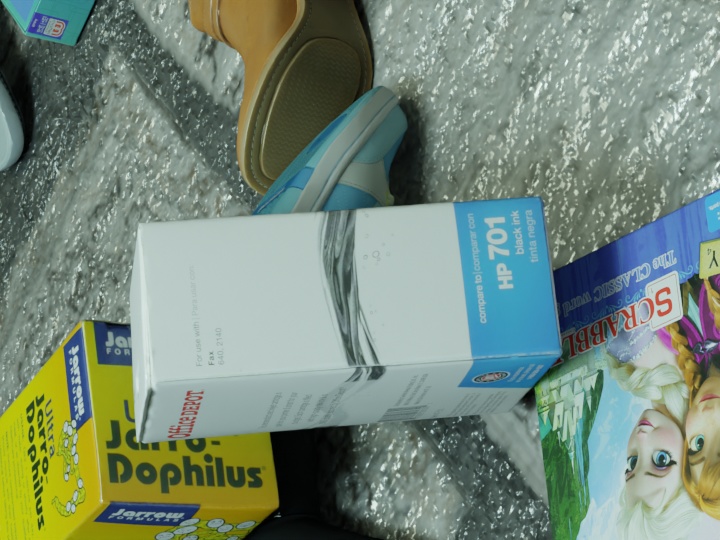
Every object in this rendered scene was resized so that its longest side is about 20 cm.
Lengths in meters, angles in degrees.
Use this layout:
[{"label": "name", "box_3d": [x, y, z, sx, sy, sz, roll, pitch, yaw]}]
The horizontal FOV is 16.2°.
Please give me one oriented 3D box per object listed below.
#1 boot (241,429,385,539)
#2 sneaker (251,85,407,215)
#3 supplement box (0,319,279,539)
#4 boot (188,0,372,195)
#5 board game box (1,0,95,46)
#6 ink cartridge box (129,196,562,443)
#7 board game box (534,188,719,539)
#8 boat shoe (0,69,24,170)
[{"label": "boot", "box_3d": [-0.034, 0.100, 1.438, 0.164, 0.065, 0.201, -23, 59, 45]}, {"label": "sneaker", "box_3d": [0.000, 0.000, 1.408, 0.200, 0.130, 0.079, -57, 12, -31]}, {"label": "supplement box", "box_3d": [-0.140, 0.120, 1.439, 0.200, 0.108, 0.110, -46, 47, 51]}, {"label": "boot", "box_3d": [-0.064, -0.145, 1.514, 0.155, 0.076, 0.202, 8, 87, 52]}, {"label": "board game box", "box_3d": [-0.204, -0.281, 1.755, 0.152, 0.045, 0.201, 51, 121, 44]}, {"label": "ink cartridge box", "box_3d": [-0.013, 0.027, 1.255, 0.147, 0.198, 0.087, 117, 149, -74]}, {"label": "board game box", "box_3d": [0.165, 0.071, 1.197, 0.200, 0.041, 0.201, -29, 59, 46]}, {"label": "boat shoe", "box_3d": [-0.285, -0.163, 1.820, 0.201, 0.091, 0.071, 53, 127, 12]}]
